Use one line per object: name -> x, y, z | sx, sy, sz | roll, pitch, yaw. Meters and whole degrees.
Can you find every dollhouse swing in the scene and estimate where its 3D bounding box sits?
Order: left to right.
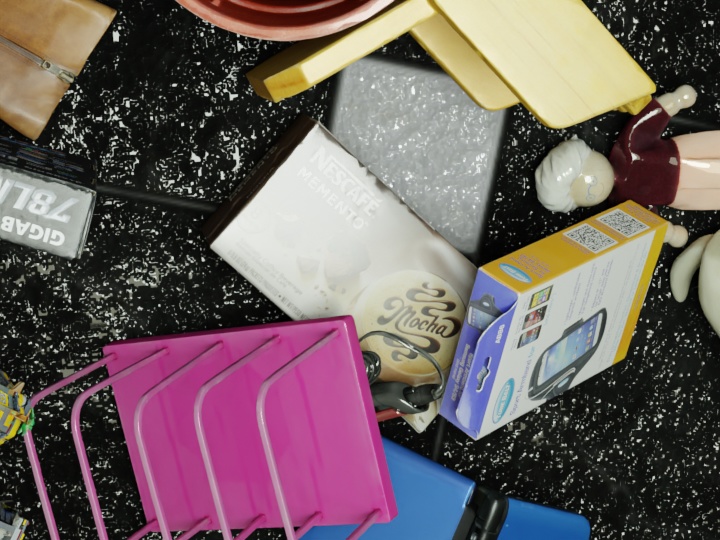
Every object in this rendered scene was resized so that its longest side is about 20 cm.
dollhouse swing -> 0.052, -0.119, 1.101 | 0.176, 0.200, 0.182 | -45, 103, -1

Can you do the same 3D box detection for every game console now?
game console -> 0.042, 0.233, 1.208 | 0.170, 0.118, 0.201 | 19, 96, -43

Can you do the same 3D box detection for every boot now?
boot -> -0.246, -0.205, 1.089 | 0.199, 0.068, 0.189 | 27, 95, -24

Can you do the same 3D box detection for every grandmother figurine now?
grandmother figurine -> 0.221, -0.072, 1.209 | 0.198, 0.061, 0.122 | -4, 104, -9

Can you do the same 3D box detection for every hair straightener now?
hair straightener -> -0.029, 0.084, 1.140 | 0.199, 0.041, 0.077 | -14, 123, 36

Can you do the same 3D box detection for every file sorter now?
file sorter -> -0.102, 0.123, 1.104 | 0.199, 0.125, 0.140 | -7, 102, 30

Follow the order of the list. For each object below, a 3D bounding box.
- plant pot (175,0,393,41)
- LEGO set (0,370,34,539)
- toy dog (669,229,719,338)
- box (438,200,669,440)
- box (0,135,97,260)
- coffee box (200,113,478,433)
plant pot -> -0.044, -0.253, 1.059 | 0.199, 0.195, 0.202 | 0, 103, 0
LEGO set -> -0.276, 0.127, 1.113 | 0.116, 0.199, 0.155 | 34, 69, -45
toy dog -> 0.316, 0.068, 1.200 | 0.193, 0.140, 0.201 | -4, 117, 31
box -> 0.125, 0.034, 1.143 | 0.199, 0.041, 0.120 | -20, 134, -43
box -> -0.265, -0.066, 1.060 | 0.199, 0.198, 0.050 | 15, 94, -12
coffee box -> 0.000, 0.000, 1.173 | 0.200, 0.080, 0.113 | 43, 90, -13
